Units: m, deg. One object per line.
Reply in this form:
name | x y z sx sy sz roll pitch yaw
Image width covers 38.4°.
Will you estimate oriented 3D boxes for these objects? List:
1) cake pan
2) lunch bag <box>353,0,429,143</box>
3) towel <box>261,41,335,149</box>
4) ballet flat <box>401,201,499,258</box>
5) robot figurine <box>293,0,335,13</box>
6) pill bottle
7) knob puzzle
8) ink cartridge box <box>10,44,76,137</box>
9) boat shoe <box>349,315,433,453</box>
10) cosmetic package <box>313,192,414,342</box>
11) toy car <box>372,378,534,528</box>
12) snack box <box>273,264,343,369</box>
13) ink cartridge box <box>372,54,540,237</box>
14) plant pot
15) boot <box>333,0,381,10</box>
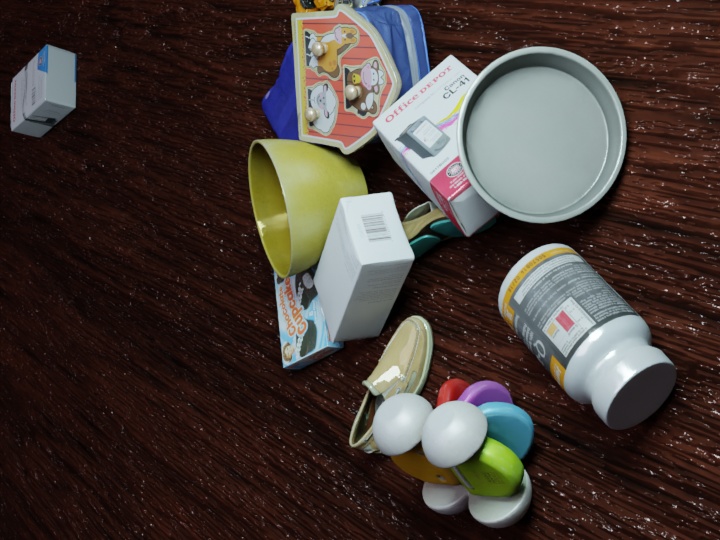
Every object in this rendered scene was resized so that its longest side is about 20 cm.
cake pan | 0.208 -0.155 1.202 0.037 0.196 0.205 94 -176 -87
lunch bag | 0.020 -0.284 1.461 0.134 0.131 0.204 3 104 45
towel | -0.088 -0.255 1.674 0.149 0.049 0.202 -57 45 36
ballet flat | 0.104 -0.069 1.382 0.198 0.068 0.064 -23 60 45
robot figurine | -0.070 -0.495 1.679 0.144 0.057 0.204 -28 62 56
pill bottle | 0.248 0.071 1.140 0.117 0.115 0.201 -59 43 23
knob puzzle | -0.026 -0.256 1.400 0.217 0.030 0.224 16 113 42
ink cartridge box | -0.767 -0.430 2.501 0.198 0.083 0.148 -22 65 45
boat shoe | 0.038 0.157 1.407 0.071 0.075 0.204 27 103 49
cosmetic package | 0.000 0.000 1.429 0.201 0.080 0.114 111 146 -55
toy car | 0.127 0.202 1.251 0.198 0.176 0.151 1 46 50
snack box | -0.085 0.040 1.610 0.115 0.037 0.204 -29 61 44
ink cartridge box | 0.127 -0.161 1.315 0.147 0.086 0.200 -40 48 -1
plant pot | -0.069 -0.103 1.518 0.200 0.139 0.204 167 90 -71
boot | 0.030 -0.425 1.545 0.150 0.072 0.204 -31 55 43
